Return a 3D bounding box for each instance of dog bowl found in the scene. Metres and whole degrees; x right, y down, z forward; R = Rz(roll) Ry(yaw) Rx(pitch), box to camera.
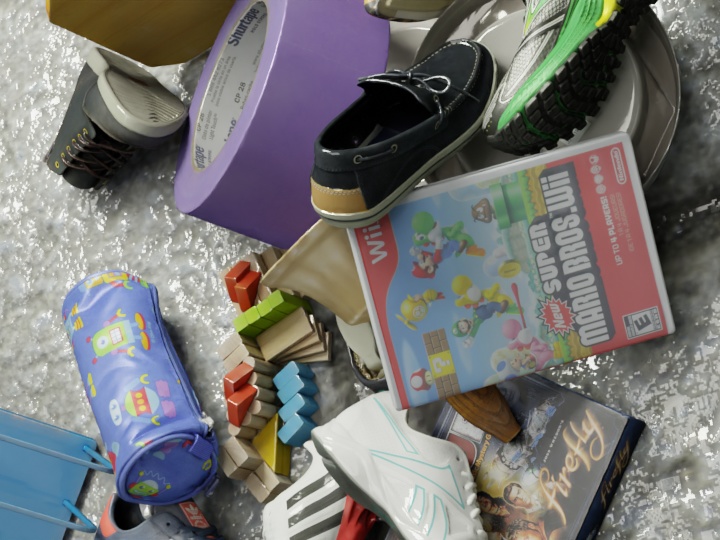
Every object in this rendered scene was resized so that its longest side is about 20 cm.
[{"bbox_3d":[0.134,-0.115,1.399,0.200,0.059,0.200,-4,77,19],"label":"dog bowl"}]

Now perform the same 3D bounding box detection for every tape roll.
[{"bbox_3d":[-0.060,-0.122,1.445,0.200,0.085,0.200,-54,23,37],"label":"tape roll"}]

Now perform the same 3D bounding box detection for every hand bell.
[{"bbox_3d":[0.036,0.044,1.364,0.104,0.104,0.200,-44,90,13],"label":"hand bell"}]

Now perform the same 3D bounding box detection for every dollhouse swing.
[{"bbox_3d":[-0.139,-0.280,1.523,0.176,0.200,0.182,-14,72,31],"label":"dollhouse swing"}]

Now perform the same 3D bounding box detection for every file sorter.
[{"bbox_3d":[-0.286,0.213,1.496,0.123,0.139,0.200,17,87,67],"label":"file sorter"}]

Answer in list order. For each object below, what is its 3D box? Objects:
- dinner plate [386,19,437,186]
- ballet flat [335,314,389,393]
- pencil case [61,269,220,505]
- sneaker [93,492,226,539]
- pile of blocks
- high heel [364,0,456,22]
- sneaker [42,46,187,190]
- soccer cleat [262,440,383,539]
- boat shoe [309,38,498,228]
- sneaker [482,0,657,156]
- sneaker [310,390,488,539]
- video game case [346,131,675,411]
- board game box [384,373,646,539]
[{"bbox_3d":[0.038,-0.118,1.488,0.200,0.024,0.201,-6,76,27],"label":"dinner plate"},{"bbox_3d":[0.000,0.000,1.440,0.073,0.073,0.200,-21,76,23],"label":"ballet flat"},{"bbox_3d":[-0.167,0.087,1.494,0.087,0.078,0.200,-32,48,6],"label":"pencil case"},{"bbox_3d":[-0.121,0.213,1.467,0.200,0.075,0.085,10,87,30],"label":"sneaker"},{"bbox_3d":[-0.071,0.074,1.480,0.082,0.062,0.200,-10,74,27],"label":"pile of blocks"},{"bbox_3d":[0.006,-0.231,1.454,0.142,0.200,0.072,6,122,26],"label":"high heel"},{"bbox_3d":[-0.196,-0.102,1.552,0.106,0.075,0.200,-64,18,10],"label":"sneaker"},{"bbox_3d":[-0.042,0.204,1.402,0.085,0.069,0.200,7,56,32],"label":"soccer cleat"},{"bbox_3d":[0.031,-0.106,1.321,0.075,0.062,0.200,14,43,33],"label":"boat shoe"},{"bbox_3d":[0.139,-0.168,1.346,0.085,0.078,0.200,26,78,29],"label":"sneaker"},{"bbox_3d":[0.054,0.162,1.346,0.080,0.070,0.200,-36,71,-15],"label":"sneaker"},{"bbox_3d":[0.101,0.000,1.324,0.200,0.017,0.143,-16,100,-4],"label":"video game case"},{"bbox_3d":[0.098,0.170,1.379,0.135,0.035,0.200,23,90,31],"label":"board game box"}]
